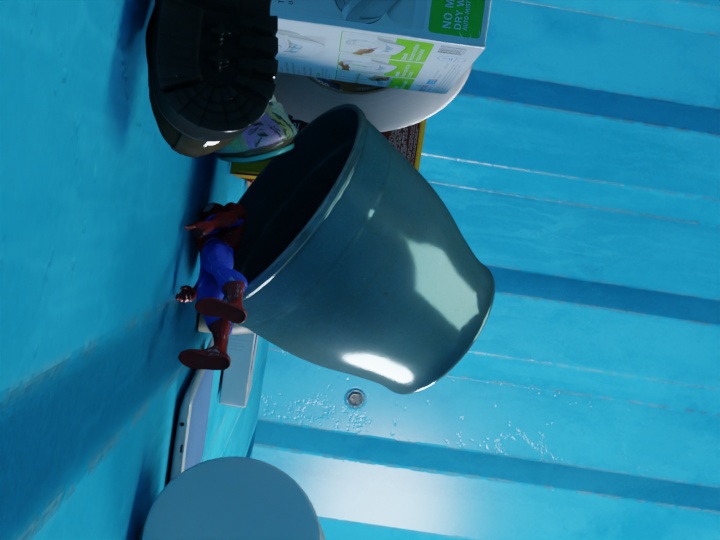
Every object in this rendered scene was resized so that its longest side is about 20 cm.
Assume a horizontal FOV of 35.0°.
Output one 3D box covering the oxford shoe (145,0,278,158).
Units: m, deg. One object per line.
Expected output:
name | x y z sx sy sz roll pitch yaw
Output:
oxford shoe | -0.072 -0.150 0.558 0.084 0.073 0.200 147 -44 -67

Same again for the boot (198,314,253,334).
boot | -0.046 0.042 1.096 0.182 0.200 0.073 -86 -174 -68

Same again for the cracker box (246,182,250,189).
cracker box | -0.092 -0.198 1.368 0.134 0.058 0.200 101 -4 -51

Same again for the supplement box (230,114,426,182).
supplement box | -0.021 -0.172 1.183 0.200 0.133 0.197 15 83 -71

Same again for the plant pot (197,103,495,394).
plant pot | 0.000 0.000 0.941 0.200 0.188 0.200 -42 -156 23

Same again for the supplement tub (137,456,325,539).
supplement tub | -0.098 0.232 0.862 0.200 0.140 0.140 103 -5 -60

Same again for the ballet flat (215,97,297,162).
ballet flat | -0.089 -0.121 0.904 0.200 0.069 0.071 -134 -145 -82

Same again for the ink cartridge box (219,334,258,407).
ink cartridge box | -0.146 0.066 1.460 0.099 0.039 0.200 -95 -165 -82

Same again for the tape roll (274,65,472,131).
tape roll | -0.003 -0.207 0.949 0.200 0.200 0.066 101 -3 -53

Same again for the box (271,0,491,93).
box | -0.012 -0.182 0.751 0.200 0.176 0.097 -145 -117 -88

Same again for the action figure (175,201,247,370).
action figure | -0.107 -0.004 0.829 0.200 0.052 0.065 -97 -160 -64

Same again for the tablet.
tablet | -0.156 0.147 1.061 0.200 0.014 0.130 -95 -166 -78
